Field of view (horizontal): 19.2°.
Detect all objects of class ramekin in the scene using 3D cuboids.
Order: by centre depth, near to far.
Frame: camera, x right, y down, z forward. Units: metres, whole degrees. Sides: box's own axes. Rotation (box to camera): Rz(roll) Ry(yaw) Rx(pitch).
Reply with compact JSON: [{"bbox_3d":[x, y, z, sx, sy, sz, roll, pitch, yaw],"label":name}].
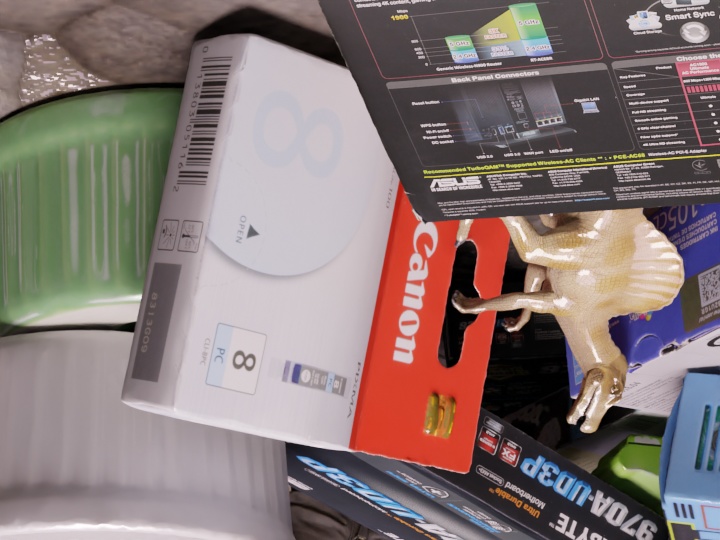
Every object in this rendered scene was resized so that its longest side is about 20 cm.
[{"bbox_3d":[-0.127,0.101,1.011,0.199,0.098,0.201,-1,159,0],"label":"ramekin"},{"bbox_3d":[-0.091,-0.001,1.023,0.198,0.098,0.200,-1,159,0],"label":"ramekin"}]

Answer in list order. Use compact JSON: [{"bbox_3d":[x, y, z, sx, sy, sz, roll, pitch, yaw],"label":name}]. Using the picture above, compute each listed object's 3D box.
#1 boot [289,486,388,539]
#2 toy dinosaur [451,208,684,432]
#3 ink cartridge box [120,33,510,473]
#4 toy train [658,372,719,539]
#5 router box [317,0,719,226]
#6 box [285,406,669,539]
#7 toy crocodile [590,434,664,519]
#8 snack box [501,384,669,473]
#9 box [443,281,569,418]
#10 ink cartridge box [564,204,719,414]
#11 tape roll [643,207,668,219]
[{"bbox_3d":[0.035,0.146,1.366,0.199,0.133,0.070,6,157,-20],"label":"boot"},{"bbox_3d":[0.097,-0.016,0.946,0.100,0.058,0.201,15,137,9],"label":"toy dinosaur"},{"bbox_3d":[0.000,0.000,0.942,0.199,0.161,0.047,15,172,-37],"label":"ink cartridge box"},{"bbox_3d":[0.210,0.125,1.037,0.113,0.087,0.200,6,150,20],"label":"toy train"},{"bbox_3d":[0.092,-0.093,0.764,0.199,0.062,0.150,-3,141,21],"label":"router box"},{"bbox_3d":[0.041,0.111,1.119,0.199,0.046,0.159,32,159,-29],"label":"box"},{"bbox_3d":[0.216,0.118,1.137,0.199,0.062,0.068,9,151,-24],"label":"toy crocodile"},{"bbox_3d":[0.140,0.102,1.216,0.116,0.037,0.200,13,152,-31],"label":"snack box"},{"bbox_3d":[0.150,0.053,1.231,0.198,0.046,0.159,-4,158,5],"label":"box"},{"bbox_3d":[0.190,0.020,1.030,0.199,0.077,0.136,9,157,-29],"label":"ink cartridge box"},{"bbox_3d":[0.169,-0.072,0.945,0.201,0.037,0.203,-2,159,-1],"label":"tape roll"}]
